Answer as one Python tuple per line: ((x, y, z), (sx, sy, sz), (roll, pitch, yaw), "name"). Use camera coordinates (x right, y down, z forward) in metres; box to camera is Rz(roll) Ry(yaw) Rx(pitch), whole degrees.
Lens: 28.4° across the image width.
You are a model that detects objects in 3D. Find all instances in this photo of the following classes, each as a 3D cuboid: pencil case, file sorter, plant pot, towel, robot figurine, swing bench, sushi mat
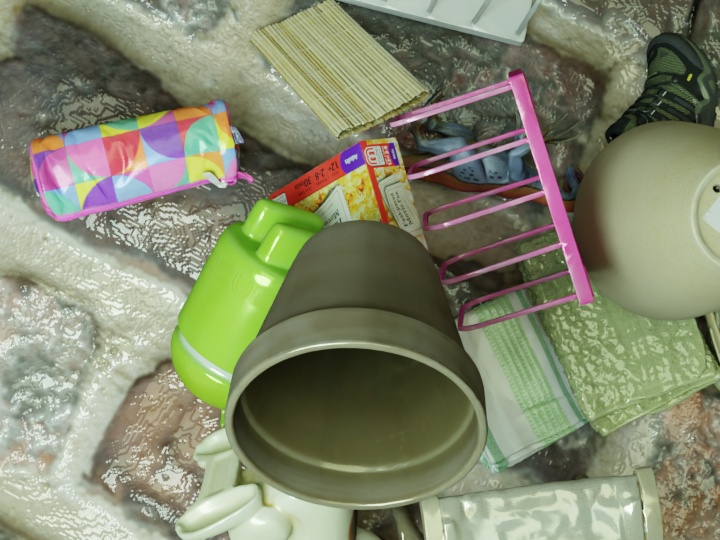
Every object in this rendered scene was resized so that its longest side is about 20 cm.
((-0.204, -0.101, 1.318), (0.199, 0.088, 0.089), (-12, 82, -8), "pencil case")
((0.114, -0.061, 1.252), (0.125, 0.139, 0.201), (-17, 97, 8), "file sorter")
((0.299, -0.044, 1.235), (0.187, 0.200, 0.188), (0, 91, -5), "plant pot")
((0.001, 0.061, 1.122), (0.199, 0.200, 0.174), (10, 44, -5), "plant pot")
((0.087, -0.323, 1.373), (0.199, 0.125, 0.139), (13, 79, -5), "file sorter")
((0.177, 0.085, 1.358), (0.200, 0.031, 0.150), (-25, 85, -11), "towel")
((0.241, 0.043, 1.348), (0.148, 0.036, 0.201), (-21, 80, -12), "towel")
((-0.096, 0.038, 1.267), (0.115, 0.176, 0.200), (15, 113, -34), "robot figurine")
((0.140, 0.248, 1.237), (0.198, 0.200, 0.130), (-5, 81, -8), "swing bench")
((-0.023, -0.192, 1.330), (0.095, 0.012, 0.200), (-27, 44, -13), "sushi mat")

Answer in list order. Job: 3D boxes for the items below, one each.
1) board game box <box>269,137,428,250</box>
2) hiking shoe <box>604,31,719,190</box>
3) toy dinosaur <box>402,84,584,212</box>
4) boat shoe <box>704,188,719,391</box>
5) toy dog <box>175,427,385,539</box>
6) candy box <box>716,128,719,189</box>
((0.000, 0.000, 1.289), (0.046, 0.151, 0.201), (-10, 79, -39), "board game box")
((0.288, -0.146, 1.373), (0.100, 0.076, 0.201), (9, 66, -24), "hiking shoe")
((0.130, -0.100, 1.383), (0.181, 0.105, 0.200), (43, 111, -7), "toy dinosaur")
((0.357, 0.020, 1.363), (0.073, 0.063, 0.201), (-2, 88, 3), "boat shoe")
((-0.040, 0.230, 1.245), (0.193, 0.140, 0.200), (-26, 117, 8), "toy dog")
((0.420, -0.049, 1.415), (0.200, 0.026, 0.102), (31, 78, -1), "candy box")
